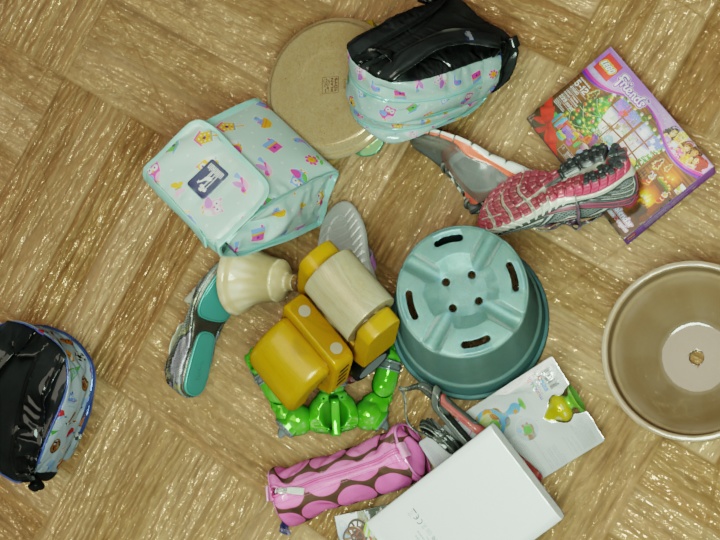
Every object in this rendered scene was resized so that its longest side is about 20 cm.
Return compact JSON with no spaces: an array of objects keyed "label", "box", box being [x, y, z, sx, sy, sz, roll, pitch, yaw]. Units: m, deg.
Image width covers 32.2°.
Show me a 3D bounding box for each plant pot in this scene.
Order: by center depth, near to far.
[{"label":"plant pot","box":[0.380,0.096,1.425,0.199,0.093,0.203,-3,79,18]},{"label":"plant pot","box":[0.123,0.040,1.453,0.198,0.196,0.203,-1,78,7]}]

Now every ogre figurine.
[{"label":"ogre figurine","box":[-0.040,0.146,1.561,0.198,0.098,0.121,-1,84,-25]}]

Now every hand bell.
[{"label":"hand bell","box":[-0.073,0.015,1.580,0.198,0.104,0.105,6,83,30]}]

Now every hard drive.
[{"label":"hard drive","box":[0.120,0.290,1.453,0.200,0.025,0.132,-41,81,19]}]

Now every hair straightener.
[{"label":"hair straightener","box":[0.117,0.208,1.475,0.199,0.041,0.077,39,108,8]}]

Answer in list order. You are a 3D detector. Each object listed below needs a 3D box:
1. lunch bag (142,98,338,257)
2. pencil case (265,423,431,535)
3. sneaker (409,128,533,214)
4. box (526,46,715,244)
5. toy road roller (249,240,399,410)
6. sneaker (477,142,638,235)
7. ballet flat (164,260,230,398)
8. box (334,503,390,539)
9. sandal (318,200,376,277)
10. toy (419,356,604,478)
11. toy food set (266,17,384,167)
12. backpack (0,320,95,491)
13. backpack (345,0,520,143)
[{"label":"lunch bag","box":[-0.157,-0.111,1.590,0.170,0.199,0.123,44,138,22]},{"label":"pencil case","box":[-0.017,0.253,1.540,0.198,0.094,0.091,-23,60,13]},{"label":"sneaker","box":[0.138,-0.115,1.560,0.199,0.077,0.083,27,97,22]},{"label":"box","box":[0.315,-0.153,1.519,0.137,0.039,0.201,-40,70,9]},{"label":"toy road roller","box":[-0.048,0.076,1.433,0.146,0.200,0.123,-37,75,-20]},{"label":"sneaker","box":[0.232,-0.077,1.477,0.198,0.075,0.081,-18,40,22]},{"label":"ballet flat","box":[-0.215,0.067,1.662,0.071,0.072,0.202,19,87,21]},{"label":"box","box":[0.053,0.386,1.523,0.135,0.038,0.202,-16,76,17]},{"label":"sandal","box":[-0.006,0.004,1.601,0.082,0.050,0.204,-35,53,27]},{"label":"toy","box":[0.183,0.202,1.498,0.199,0.047,0.116,-36,81,21]},{"label":"toy food set","box":[-0.031,-0.238,1.654,0.196,0.049,0.202,-19,75,16]},{"label":"backpack","box":[-0.446,0.168,1.680,0.199,0.154,0.192,29,99,15]},{"label":"backpack","box":[0.076,-0.247,1.540,0.199,0.128,0.167,-27,45,-28]}]
